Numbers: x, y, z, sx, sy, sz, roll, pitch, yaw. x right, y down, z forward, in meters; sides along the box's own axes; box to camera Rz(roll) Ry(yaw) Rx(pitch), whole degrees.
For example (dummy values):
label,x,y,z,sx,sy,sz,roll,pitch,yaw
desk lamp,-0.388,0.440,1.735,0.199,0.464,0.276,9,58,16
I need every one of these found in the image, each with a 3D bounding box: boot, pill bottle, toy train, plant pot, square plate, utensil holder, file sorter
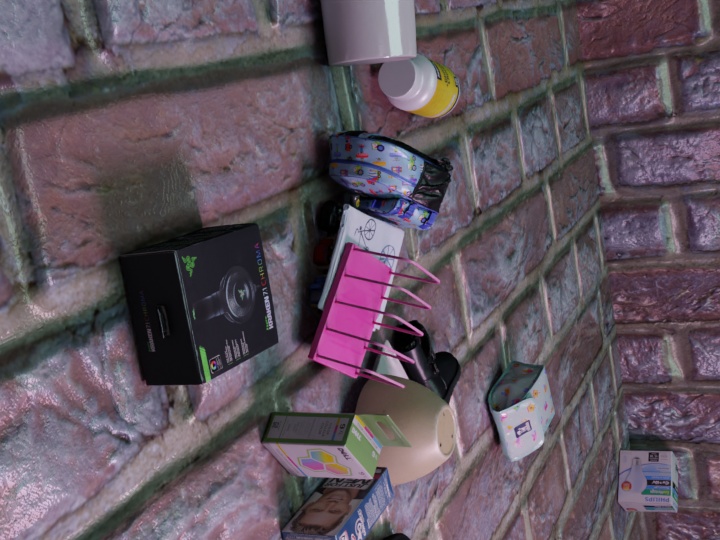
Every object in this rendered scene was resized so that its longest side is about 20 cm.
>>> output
label,x,y,z,sx,sy,sz,roll,pitch,yaw
boot,0.134,0.168,1.896,0.200,0.076,0.168,-64,134,-61
pill bottle,0.114,-0.370,1.884,0.200,0.112,0.112,-3,89,-63
toy train,-0.058,-0.025,1.593,0.046,0.034,0.200,32,59,-55
plant pot,0.093,0.284,1.682,0.200,0.134,0.200,15,73,-62
square plate,0.048,0.267,1.772,0.200,0.028,0.198,62,36,-38
utensil holder,0.012,-0.464,1.641,0.170,0.170,0.200,-24,111,-61
file sorter,0.030,0.079,1.547,0.139,0.125,0.200,33,73,-54

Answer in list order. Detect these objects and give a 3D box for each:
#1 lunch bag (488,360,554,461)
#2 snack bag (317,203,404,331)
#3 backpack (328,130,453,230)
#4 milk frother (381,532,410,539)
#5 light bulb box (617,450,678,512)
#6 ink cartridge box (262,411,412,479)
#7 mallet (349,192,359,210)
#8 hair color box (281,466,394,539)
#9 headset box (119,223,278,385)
label,x,y,z,sx,sy,sz,roll,pitch,yaw
lunch bag,0.394,0.349,2.338,0.200,0.122,0.170,-49,132,-43
snack bag,0.000,0.000,1.610,0.200,0.021,0.189,21,83,-56
backpack,0.033,-0.163,1.642,0.200,0.183,0.135,20,86,-46
milk frother,0.117,0.562,1.688,0.188,0.200,0.181,1,82,-63
light bulb box,1.068,0.783,3.509,0.125,0.198,0.200,45,47,-50
ink cartridge box,-0.035,0.264,1.422,0.104,0.200,0.059,57,39,-43
mallet,-0.009,-0.038,1.632,0.066,0.041,0.200,-23,124,-60
hair color box,-0.032,0.391,1.523,0.200,0.100,0.061,-41,122,-57
headset box,-0.208,0.042,1.230,0.200,0.093,0.174,-25,108,-61
